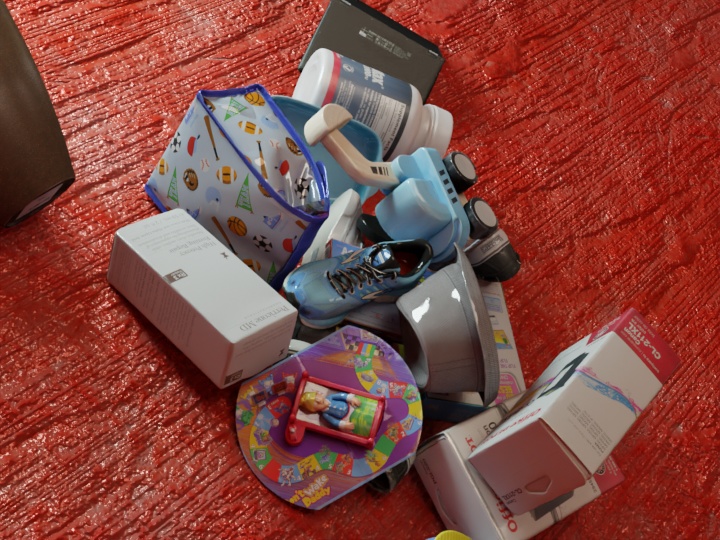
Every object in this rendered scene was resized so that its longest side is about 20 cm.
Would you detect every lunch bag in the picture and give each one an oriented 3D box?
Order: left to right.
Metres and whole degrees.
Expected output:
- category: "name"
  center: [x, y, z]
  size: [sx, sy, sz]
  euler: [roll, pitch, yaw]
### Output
- category: "lunch bag"
  center: [-0.127, -0.082, 1.444]
  size: [0.123, 0.170, 0.201]
  euler: [-17, 63, -43]

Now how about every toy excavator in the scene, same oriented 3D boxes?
- category: "toy excavator"
  center: [0.043, -0.100, 1.476]
  size: [0.199, 0.100, 0.196]
  euler: [-1, 62, -49]

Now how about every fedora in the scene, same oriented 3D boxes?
- category: "fedora"
  center: [0.089, 0.067, 1.404]
  size: [0.090, 0.178, 0.200]
  euler: [-12, 31, -4]

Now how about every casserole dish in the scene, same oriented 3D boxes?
- category: "casserole dish"
  center: [-0.066, -0.146, 1.590]
  size: [0.199, 0.122, 0.039]
  euler: [18, 9, -18]

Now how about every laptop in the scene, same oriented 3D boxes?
- category: "laptop"
  center: [0.016, -0.312, 1.852]
  size: [0.186, 0.116, 0.201]
  euler: [28, 72, -10]

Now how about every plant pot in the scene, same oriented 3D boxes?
- category: "plant pot"
  center: [-0.396, -0.152, 1.339]
  size: [0.201, 0.187, 0.187]
  euler: [54, 43, -3]

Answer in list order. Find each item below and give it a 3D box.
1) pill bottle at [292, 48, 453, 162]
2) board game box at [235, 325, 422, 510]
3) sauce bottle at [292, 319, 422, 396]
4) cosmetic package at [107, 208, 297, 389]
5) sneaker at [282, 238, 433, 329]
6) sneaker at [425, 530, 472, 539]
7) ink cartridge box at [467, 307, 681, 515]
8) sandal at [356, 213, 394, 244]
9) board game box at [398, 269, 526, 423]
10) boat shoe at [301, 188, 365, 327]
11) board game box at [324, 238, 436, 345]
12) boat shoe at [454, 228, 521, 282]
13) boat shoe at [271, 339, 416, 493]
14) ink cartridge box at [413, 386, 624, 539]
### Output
- category: "pill bottle"
  center: [0.015, -0.203, 1.676]
  size: [0.199, 0.120, 0.120]
  euler: [20, 45, -19]
- category: "board game box"
  center: [-0.031, 0.150, 1.328]
  size: [0.199, 0.039, 0.159]
  euler: [-28, 75, -10]
- category: "sauce bottle"
  center: [-0.024, 0.100, 1.431]
  size: [0.199, 0.066, 0.066]
  euler: [27, 44, -13]
- category: "cosmetic package"
  center: [-0.171, 0.026, 1.359]
  size: [0.200, 0.074, 0.101]
  euler: [38, 41, 25]
- category: "sneaker"
  center: [0.000, 0.000, 1.410]
  size: [0.199, 0.090, 0.079]
  euler: [-20, 75, -38]
- category: "sneaker"
  center: [0.116, 0.333, 1.322]
  size: [0.200, 0.082, 0.074]
  euler: [39, 42, -30]
- category: "ink cartridge box"
  center: [0.226, 0.148, 1.339]
  size: [0.083, 0.146, 0.200]
  euler: [49, 52, 1]
- category: "sandal"
  center: [0.067, -0.045, 1.581]
  size: [0.075, 0.045, 0.200]
  euler: [44, 15, 28]
- category: "board game box"
  center: [0.119, 0.092, 1.550]
  size: [0.152, 0.040, 0.201]
  euler: [12, 49, -25]
- category: "boat shoe"
  center: [-0.024, -0.013, 1.530]
  size: [0.068, 0.072, 0.201]
  euler: [37, 39, -21]
- category: "board game box"
  center: [0.047, 0.037, 1.490]
  size: [0.199, 0.019, 0.104]
  euler: [18, 56, -23]
- category: "boat shoe"
  center: [0.161, -0.013, 1.594]
  size: [0.057, 0.068, 0.200]
  euler: [53, 1, 0]
- category: "boat shoe"
  center: [-0.026, 0.157, 1.377]
  size: [0.200, 0.071, 0.064]
  euler: [42, 42, 2]
- category: "ink cartridge box"
  center: [0.176, 0.220, 1.419]
  size: [0.199, 0.085, 0.146]
  euler: [-21, 77, -33]
